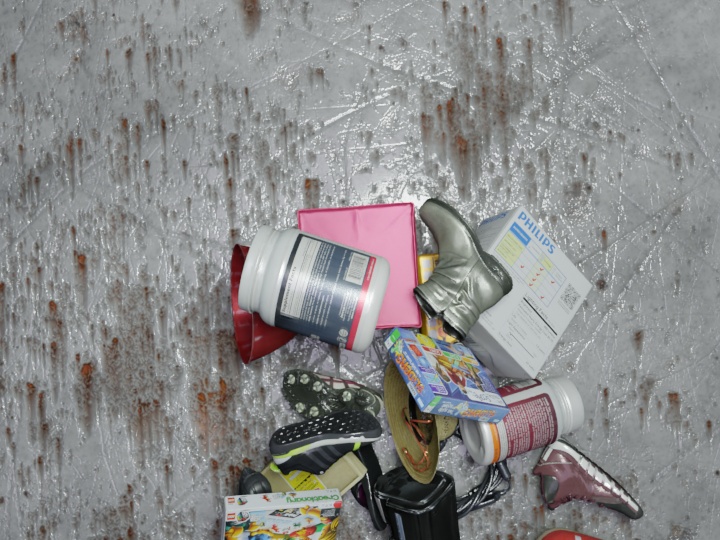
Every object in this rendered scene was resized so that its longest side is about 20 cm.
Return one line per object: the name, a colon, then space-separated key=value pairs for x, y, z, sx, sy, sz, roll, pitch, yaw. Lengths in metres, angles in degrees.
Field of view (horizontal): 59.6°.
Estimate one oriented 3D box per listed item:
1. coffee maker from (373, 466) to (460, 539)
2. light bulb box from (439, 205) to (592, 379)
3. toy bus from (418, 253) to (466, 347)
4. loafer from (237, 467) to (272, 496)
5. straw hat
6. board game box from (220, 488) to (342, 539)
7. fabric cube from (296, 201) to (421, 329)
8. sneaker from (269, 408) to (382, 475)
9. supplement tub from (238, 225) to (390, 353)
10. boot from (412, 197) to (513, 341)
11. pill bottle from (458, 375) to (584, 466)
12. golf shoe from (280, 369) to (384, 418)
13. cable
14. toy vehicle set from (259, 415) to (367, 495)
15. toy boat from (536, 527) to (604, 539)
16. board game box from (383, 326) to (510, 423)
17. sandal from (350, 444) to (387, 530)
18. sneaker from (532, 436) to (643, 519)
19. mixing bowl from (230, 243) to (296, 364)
coffee maker: x=0.122 y=0.446 z=1.049 sx=0.186 sy=0.135 sz=0.207 roll=-5 pitch=105 yaw=19
light bulb box: x=0.250 y=0.040 z=1.067 sx=0.198 sy=0.124 sz=0.201 roll=44 pitch=72 yaw=-11
toy bus: x=0.143 y=0.073 z=1.135 sx=0.076 sy=0.065 sz=0.207 roll=-6 pitch=88 yaw=0
loafer: x=-0.181 y=0.438 z=1.107 sx=0.067 sy=0.070 sz=0.207 roll=-15 pitch=118 yaw=-29
straw hat: x=0.115 y=0.238 z=1.045 sx=0.083 sy=0.200 sz=0.208 roll=-8 pitch=87 yaw=-22
board game box: x=-0.134 y=0.432 z=1.054 sx=0.194 sy=0.035 sz=0.130 roll=2 pitch=113 yaw=-18
fabric cube: x=0.000 y=0.000 z=1.073 sx=0.193 sy=0.199 sz=0.203 roll=-3 pitch=86 yaw=0
sneaker: x=-0.057 y=0.291 z=1.042 sx=0.193 sy=0.072 sz=0.085 roll=-10 pitch=112 yaw=4
supplement tub: x=-0.064 y=0.024 z=0.903 sx=0.194 sy=0.140 sz=0.145 roll=17 pitch=88 yaw=1
boot: x=0.125 y=-0.005 z=0.945 sx=0.129 sy=0.068 sz=0.201 roll=-36 pitch=75 yaw=-16
pill bottle: x=0.278 y=0.255 z=1.091 sx=0.194 sy=0.114 sz=0.118 roll=-12 pitch=88 yaw=-15
golf shoe: x=-0.051 y=0.228 z=1.130 sx=0.195 sy=0.088 sz=0.080 roll=13 pitch=95 yaw=23
cable: x=0.168 y=0.355 z=1.132 sx=0.194 sy=0.051 sz=0.168 roll=-17 pitch=88 yaw=0
toy vehicle set: x=-0.097 y=0.367 z=1.108 sx=0.125 sy=0.026 sz=0.200 roll=47 pitch=110 yaw=3
toy boat: x=0.390 y=0.537 z=1.084 sx=0.194 sy=0.131 sz=0.135 roll=14 pitch=87 yaw=1
board game box: x=0.137 y=0.166 z=0.984 sx=0.035 sy=0.197 sz=0.137 roll=-49 pitch=45 yaw=21
sandal: x=0.004 y=0.363 z=1.131 sx=0.047 sy=0.075 sz=0.206 roll=-22 pitch=80 yaw=24
sneaker: x=0.395 y=0.400 z=1.126 sx=0.198 sy=0.076 sz=0.117 roll=39 pitch=94 yaw=12
mixing bowl: x=-0.158 y=0.052 z=1.089 sx=0.105 sy=0.199 sz=0.207 roll=-5 pitch=87 yaw=-20
